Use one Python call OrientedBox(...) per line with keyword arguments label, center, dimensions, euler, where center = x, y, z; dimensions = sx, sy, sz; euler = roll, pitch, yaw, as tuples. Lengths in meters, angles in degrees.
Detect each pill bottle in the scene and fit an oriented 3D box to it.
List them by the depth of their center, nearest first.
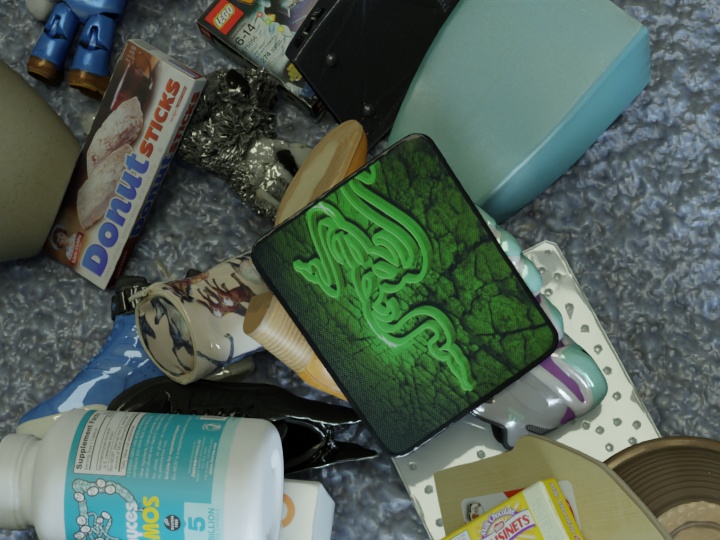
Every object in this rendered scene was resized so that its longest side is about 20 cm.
OrientedBox(label="pill bottle", center=(-0.160, 0.158, 1.089), dimensions=(0.199, 0.111, 0.112), euler=(2, 73, 7))

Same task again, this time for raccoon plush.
OrientedBox(label="raccoon plush", center=(-0.131, -0.088, 1.294), dimensions=(0.199, 0.097, 0.135), euler=(-14, 83, 28))

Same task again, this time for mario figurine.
OrientedBox(label="mario figurine", center=(-0.224, -0.253, 1.355), dimensions=(0.123, 0.106, 0.201), euler=(22, 86, -25))

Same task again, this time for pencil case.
OrientedBox(label="pencil case", center=(-0.083, 0.018, 1.201), dimensions=(0.199, 0.078, 0.090), euler=(-25, 81, -34))

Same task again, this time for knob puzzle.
OrientedBox(label="knob puzzle", center=(0.152, 0.217, 1.112), dimensions=(0.219, 0.030, 0.221), euler=(3, 94, 43))

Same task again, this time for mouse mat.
OrientedBox(label="mouse mat", center=(0.035, 0.020, 1.118), dimensions=(0.161, 0.008, 0.200), euler=(-35, 99, -1))

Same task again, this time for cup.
OrientedBox(label="cup", center=(-0.317, -0.084, 1.256), dimensions=(0.143, 0.200, 0.201), euler=(22, 75, -15))

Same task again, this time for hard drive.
OrientedBox(label="hard drive", center=(0.029, -0.215, 1.280), dimensions=(0.200, 0.135, 0.042), euler=(-50, 43, -10))

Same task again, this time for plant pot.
OrientedBox(label="plant pot", center=(0.246, 0.223, 1.126), dimensions=(0.199, 0.093, 0.202), euler=(0, 82, 3))
OrientedBox(label="plant pot", center=(0.122, -0.138, 1.242), dimensions=(0.141, 0.141, 0.200), euler=(38, 90, 15))

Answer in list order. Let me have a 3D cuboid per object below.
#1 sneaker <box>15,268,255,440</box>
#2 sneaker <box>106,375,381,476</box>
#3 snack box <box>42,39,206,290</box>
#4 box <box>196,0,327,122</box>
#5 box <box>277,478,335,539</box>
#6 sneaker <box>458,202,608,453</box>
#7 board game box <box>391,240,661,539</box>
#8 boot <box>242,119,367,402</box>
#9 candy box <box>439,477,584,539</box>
OrientedBox(label="sneaker", center=(-0.197, 0.067, 1.237), dimensions=(0.199, 0.077, 0.112), euler=(-21, 78, -5))
OrientedBox(label="sneaker", center=(-0.089, 0.123, 1.173), dimensions=(0.199, 0.104, 0.060), euler=(1, 103, -30))
OrientedBox(label="snack box", center=(-0.199, -0.088, 1.265), dimensions=(0.072, 0.024, 0.201), euler=(31, 109, 14))
OrientedBox(label="box", center=(-0.030, -0.248, 1.338), dimensions=(0.137, 0.040, 0.200), euler=(37, 80, 16))
OrientedBox(label="box", center=(-0.129, 0.222, 1.175), dimensions=(0.199, 0.098, 0.125), euler=(6, 73, 8))
OrientedBox(label="sneaker", center=(0.085, 0.055, 1.163), dimensions=(0.140, 0.078, 0.200), euler=(-35, 94, -4))
OrientedBox(label="board game box", center=(0.113, 0.105, 1.223), dimensions=(0.199, 0.026, 0.201), euler=(-26, 73, -2))
OrientedBox(label="boot", center=(0.000, 0.000, 1.177), dimensions=(0.144, 0.071, 0.202), euler=(31, 70, -28))
OrientedBox(label="candy box", center=(0.088, 0.244, 1.126), dimensions=(0.200, 0.026, 0.103), euler=(-37, 67, 33))
